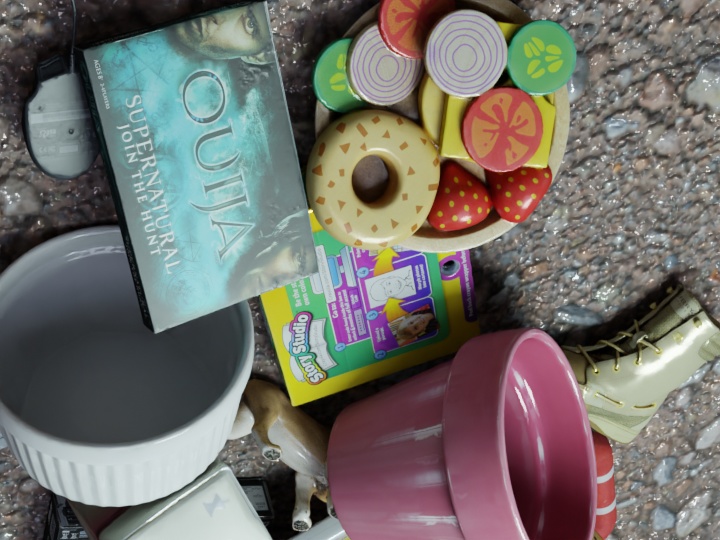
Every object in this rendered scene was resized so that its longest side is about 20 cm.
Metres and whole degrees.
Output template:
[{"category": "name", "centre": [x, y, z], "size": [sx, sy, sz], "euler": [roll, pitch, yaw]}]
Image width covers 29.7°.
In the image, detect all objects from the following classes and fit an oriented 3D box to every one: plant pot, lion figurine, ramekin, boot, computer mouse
[{"category": "plant pot", "centre": [0.079, 0.161, 1.121], "size": [0.177, 0.202, 0.200], "euler": [-13, 140, 29]}, {"category": "lion figurine", "centre": [-0.061, 0.145, 1.168], "size": [0.072, 0.123, 0.200], "euler": [-27, 121, 22]}, {"category": "ramekin", "centre": [-0.177, 0.075, 0.990], "size": [0.198, 0.202, 0.106], "euler": [-9, 142, -14]}, {"category": "boot", "centre": [0.241, 0.071, 1.234], "size": [0.155, 0.073, 0.199], "euler": [-45, 132, 18]}, {"category": "computer mouse", "centre": [-0.196, -0.152, 0.900], "size": [0.058, 0.034, 0.202], "euler": [-7, 125, -28]}]

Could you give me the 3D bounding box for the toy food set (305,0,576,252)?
[{"category": "toy food set", "centre": [0.059, -0.110, 0.975], "size": [0.197, 0.049, 0.201], "euler": [4, 102, -12]}]

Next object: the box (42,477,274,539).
[{"category": "box", "centre": [-0.191, 0.265, 1.243], "size": [0.197, 0.050, 0.159], "euler": [1, 129, -22]}]

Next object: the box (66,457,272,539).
[{"category": "box", "centre": [-0.147, 0.216, 1.081], "size": [0.108, 0.200, 0.129], "euler": [-33, 105, -16]}]

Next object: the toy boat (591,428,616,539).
[{"category": "toy boat", "centre": [0.199, 0.242, 1.324], "size": [0.129, 0.131, 0.201], "euler": [-19, 134, -6]}]

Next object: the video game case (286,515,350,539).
[{"category": "video game case", "centre": [-0.039, 0.278, 1.269], "size": [0.198, 0.024, 0.183], "euler": [-27, 153, -18]}]

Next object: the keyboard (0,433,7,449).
[{"category": "keyboard", "centre": [-0.227, 0.090, 1.108], "size": [0.198, 0.011, 0.057], "euler": [-25, 129, -1]}]

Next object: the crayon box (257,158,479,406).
[{"category": "crayon box", "centre": [0.000, 0.000, 1.086], "size": [0.170, 0.059, 0.201], "euler": [-17, 133, -6]}]

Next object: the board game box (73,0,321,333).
[{"category": "board game box", "centre": [-0.108, -0.073, 0.934], "size": [0.134, 0.028, 0.202], "euler": [-20, 113, -22]}]
